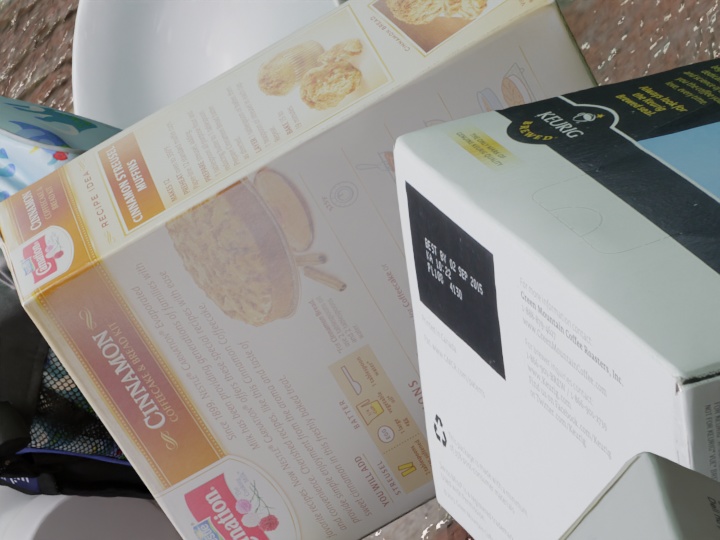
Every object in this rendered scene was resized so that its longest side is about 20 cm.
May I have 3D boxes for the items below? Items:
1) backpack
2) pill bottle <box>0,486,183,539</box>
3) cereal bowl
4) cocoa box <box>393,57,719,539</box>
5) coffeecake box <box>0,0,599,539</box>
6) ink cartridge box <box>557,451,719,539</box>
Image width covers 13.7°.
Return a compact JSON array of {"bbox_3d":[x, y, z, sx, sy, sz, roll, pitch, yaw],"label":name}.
[{"bbox_3d":[-0.127,0.011,1.163,0.183,0.200,0.147,16,87,35],"label":"backpack"},{"bbox_3d":[-0.157,0.136,1.297,0.200,0.111,0.111,-9,59,56],"label":"pill bottle"},{"bbox_3d":[-0.032,-0.071,1.255,0.200,0.083,0.200,16,112,47],"label":"cereal bowl"},{"bbox_3d":[0.111,0.034,0.868,0.200,0.131,0.134,-136,35,-60],"label":"cocoa box"},{"bbox_3d":[0.000,0.000,1.028,0.200,0.154,0.073,-30,33,1],"label":"coffeecake box"},{"bbox_3d":[0.135,0.148,0.709,0.084,0.200,0.146,-51,30,26],"label":"ink cartridge box"}]
